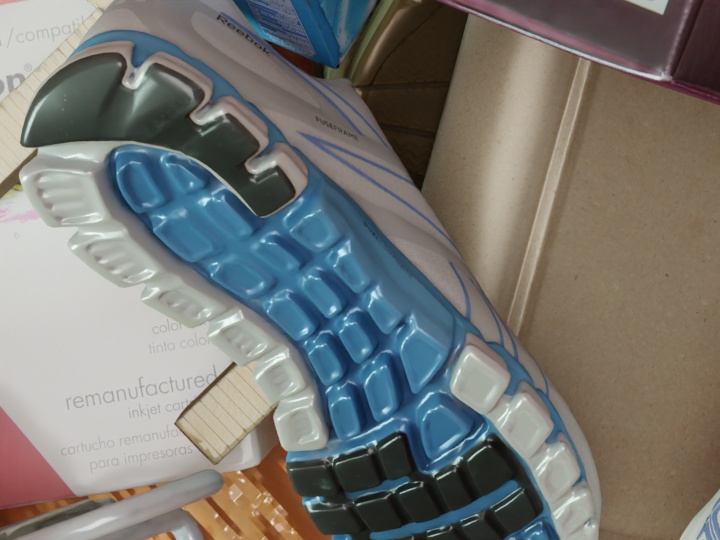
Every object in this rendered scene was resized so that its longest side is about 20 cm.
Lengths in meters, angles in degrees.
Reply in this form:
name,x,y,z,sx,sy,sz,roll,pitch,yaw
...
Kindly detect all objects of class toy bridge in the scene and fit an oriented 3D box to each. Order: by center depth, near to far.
name,x,y,z,sx,sy,sz,roll,pitch,yaw
toy bridge,-0.082,-0.045,0.749,0.067,0.027,0.200,-43,90,7

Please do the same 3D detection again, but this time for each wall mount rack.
name,x,y,z,sx,sy,sz,roll,pitch,yaw
wall mount rack,-0.124,0.118,0.744,0.199,0.174,0.075,-22,88,28

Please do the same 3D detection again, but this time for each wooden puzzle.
name,x,y,z,sx,sy,sz,roll,pitch,yaw
wooden puzzle,0.111,0.004,0.780,0.199,0.037,0.186,14,96,-11

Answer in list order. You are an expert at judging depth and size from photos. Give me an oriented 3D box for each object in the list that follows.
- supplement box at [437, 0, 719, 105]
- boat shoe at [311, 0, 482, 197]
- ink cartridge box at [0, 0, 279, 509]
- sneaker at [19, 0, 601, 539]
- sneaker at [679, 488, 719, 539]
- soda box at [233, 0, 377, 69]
name,x,y,z,sx,sy,sz,roll,pitch,yaw
supplement box,0.102,-0.140,0.666,0.085,0.110,0.201,26,99,37
boat shoe,0.031,-0.082,0.793,0.073,0.063,0.201,14,98,-21
ink cartridge box,-0.097,-0.037,0.799,0.116,0.067,0.201,-10,92,6
sneaker,0.000,0.000,0.716,0.075,0.087,0.200,-25,119,26
sneaker,0.118,0.059,0.700,0.075,0.088,0.201,14,78,5
soda box,-0.080,-0.129,0.737,0.199,0.064,0.068,25,76,18
